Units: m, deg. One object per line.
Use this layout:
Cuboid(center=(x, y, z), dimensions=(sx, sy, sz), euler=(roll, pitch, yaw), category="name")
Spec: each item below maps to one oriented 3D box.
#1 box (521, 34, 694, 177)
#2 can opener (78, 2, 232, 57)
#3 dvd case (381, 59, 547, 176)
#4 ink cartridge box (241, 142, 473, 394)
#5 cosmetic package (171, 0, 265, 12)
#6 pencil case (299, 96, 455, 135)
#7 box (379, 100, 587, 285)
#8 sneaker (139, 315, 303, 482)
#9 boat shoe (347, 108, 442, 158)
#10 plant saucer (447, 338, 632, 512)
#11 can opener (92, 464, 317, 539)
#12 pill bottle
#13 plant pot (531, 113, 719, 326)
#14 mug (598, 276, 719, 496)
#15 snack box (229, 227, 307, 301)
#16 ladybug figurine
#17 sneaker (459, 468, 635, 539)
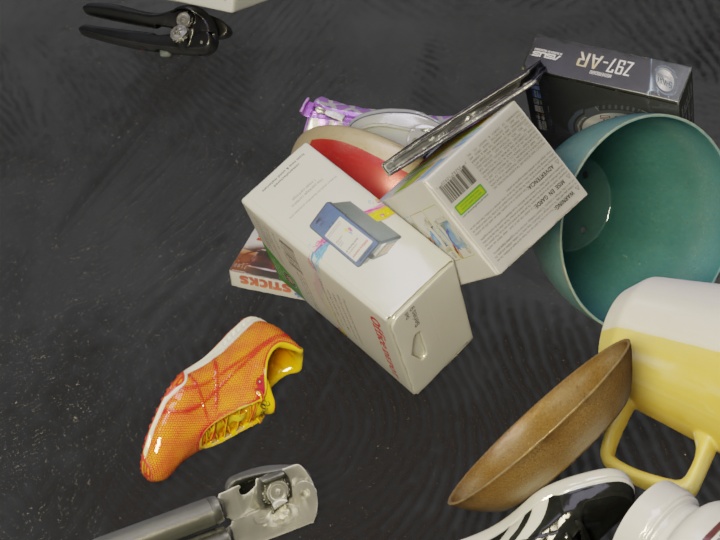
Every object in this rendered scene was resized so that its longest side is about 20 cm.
Cuboid(center=(0.251, -0.142, 1.476), dimensions=(0.158, 0.201, 0.044), euler=(16, 65, 22), category="box")
Cuboid(center=(-0.258, -0.294, 1.820), dimensions=(0.197, 0.079, 0.064), euler=(6, 80, 17), category="can opener")
Cuboid(center=(0.098, -0.139, 1.325), dimensions=(0.148, 0.016, 0.200), euler=(-32, 3, 14), category="dvd case")
Cuboid(center=(0.000, 0.000, 1.353), dimensions=(0.087, 0.146, 0.200), euler=(-41, 58, -13), category="ink cartridge box")
Cuboid(center=(-0.176, -0.428, 1.831), dimensions=(0.163, 0.167, 0.200), euler=(14, 25, 20), category="cosmetic package")
Cuboid(center=(0.032, -0.140, 1.583), dimensions=(0.197, 0.086, 0.085), euler=(8, 49, 13), category="pencil case")
Cuboid(center=(0.097, -0.060, 1.309), dimensions=(0.112, 0.200, 0.102), euler=(-41, 95, -14), category="box")
Cuboid(center=(-0.122, 0.116, 1.319), dimensions=(0.077, 0.073, 0.200), euler=(29, 53, 20), category="sneaker")
Cuboid(center=(0.073, -0.117, 1.499), dimensions=(0.197, 0.075, 0.067), euler=(13, 16, 14), category="boat shoe")
Cuboid(center=(0.156, 0.135, 1.209), dimensions=(0.035, 0.200, 0.200), euler=(48, 56, 2), category="plant saucer")
Cuboid(center=(-0.130, 0.212, 1.236), dimensions=(0.198, 0.054, 0.067), euler=(-18, 10, -14), category="can opener")
Cuboid(center=(0.286, 0.245, 1.098), dimensions=(0.112, 0.114, 0.199), euler=(-33, 47, -29), category="pill bottle")
Cuboid(center=(0.235, -0.054, 1.406), dimensions=(0.198, 0.202, 0.134), euler=(-24, 21, -21), category="plant pot")
Cuboid(center=(0.279, 0.082, 1.266), dimensions=(0.152, 0.151, 0.186), euler=(17, 34, 35), category="mug")
Cuboid(center=(-0.027, 0.003, 1.472), dimensions=(0.197, 0.025, 0.072), euler=(11, 43, 17), category="snack box")
Cuboid(center=(0.006, -0.076, 1.479), dimensions=(0.198, 0.136, 0.072), euler=(16, 56, 31), category="ladybug figurine")
Cuboid(center=(0.137, 0.242, 1.132), dimensions=(0.198, 0.073, 0.112), euler=(-29, 45, 7), category="sneaker")
